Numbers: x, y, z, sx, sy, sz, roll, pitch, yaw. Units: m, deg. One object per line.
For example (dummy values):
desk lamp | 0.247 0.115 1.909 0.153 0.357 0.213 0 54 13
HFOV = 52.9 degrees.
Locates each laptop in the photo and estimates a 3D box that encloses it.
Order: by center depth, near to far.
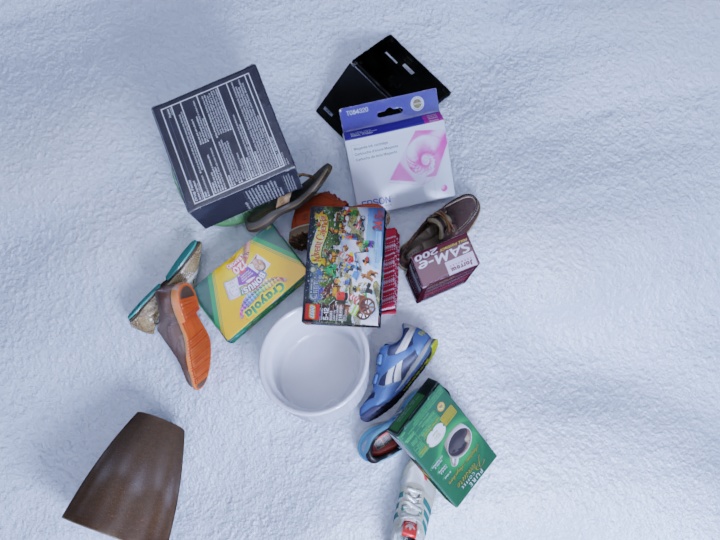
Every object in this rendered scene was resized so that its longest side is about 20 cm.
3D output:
laptop | 0.047 -0.336 1.434 0.177 0.104 0.200 44 58 6

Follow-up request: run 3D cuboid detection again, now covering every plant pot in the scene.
plant pot | -0.387 0.360 1.258 0.183 0.188 0.204 17 67 3

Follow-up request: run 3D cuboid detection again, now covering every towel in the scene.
towel | 0.000 0.000 1.317 0.141 0.023 0.203 -3 47 8

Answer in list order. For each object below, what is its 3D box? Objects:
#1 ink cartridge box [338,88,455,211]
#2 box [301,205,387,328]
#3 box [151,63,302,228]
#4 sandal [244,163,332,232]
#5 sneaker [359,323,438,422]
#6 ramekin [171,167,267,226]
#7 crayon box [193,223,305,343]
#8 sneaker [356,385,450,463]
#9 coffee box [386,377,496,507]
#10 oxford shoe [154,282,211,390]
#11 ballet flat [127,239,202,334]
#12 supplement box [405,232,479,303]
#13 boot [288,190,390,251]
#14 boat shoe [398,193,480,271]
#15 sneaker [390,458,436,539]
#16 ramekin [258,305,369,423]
ink cartridge box | 0.070 -0.220 1.361 0.191 0.043 0.205 -13 107 -1
box | -0.026 -0.007 1.245 0.133 0.038 0.206 2 79 9
box | -0.229 -0.212 1.259 0.194 0.123 0.204 -22 80 -3
sandal | -0.139 -0.144 1.341 0.197 0.082 0.055 -29 113 13
sneaker | 0.057 0.186 1.323 0.082 0.074 0.201 38 83 16
ramekin | -0.262 -0.193 1.369 0.194 0.098 0.206 0 81 1
crayon box | -0.203 0.025 1.355 0.199 0.058 0.119 -40 82 -6
sneaker | 0.084 0.283 1.290 0.199 0.090 0.079 -38 95 -3
coffee box | 0.144 0.302 1.261 0.123 0.044 0.201 -47 115 -16
oxford shoe | -0.326 0.121 1.326 0.071 0.071 0.205 -3 104 22
ballet flat | -0.351 0.036 1.361 0.065 0.070 0.201 42 86 -20
supplement box | 0.141 0.000 1.283 0.107 0.200 0.062 -23 81 -3
boot | -0.040 -0.110 1.346 0.195 0.075 0.109 -8 56 16
boat shoe | 0.149 -0.075 1.360 0.198 0.072 0.073 -37 82 -5
sneaker | 0.094 0.431 1.270 0.069 0.093 0.205 13 82 3
ramekin | -0.075 0.171 1.287 0.195 0.098 0.205 -4 64 8
